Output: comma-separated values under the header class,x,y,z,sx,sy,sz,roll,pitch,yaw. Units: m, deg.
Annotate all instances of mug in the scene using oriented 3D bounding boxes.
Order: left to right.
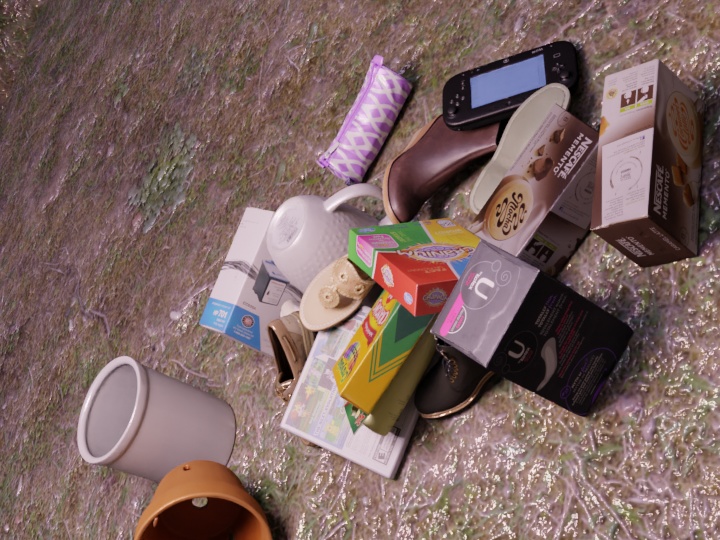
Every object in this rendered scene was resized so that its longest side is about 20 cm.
class,x,y,z,sx,sy,sz,roll,pitch,yaw
mug,-0.030,-0.048,1.628,0.200,0.174,0.149,-43,41,23

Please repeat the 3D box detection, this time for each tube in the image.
class,x,y,z,sx,sy,sz,roll,pitch,yaw
tube,0.067,0.121,1.451,0.202,0.051,0.058,-58,26,7

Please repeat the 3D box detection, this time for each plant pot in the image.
class,x,y,z,sx,sy,sz,roll,pitch,yaw
plant pot,-0.230,0.371,1.616,0.201,0.199,0.140,-52,21,13

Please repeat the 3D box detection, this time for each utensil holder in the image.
class,x,y,z,sx,sy,sz,roll,pitch,yaw
utensil holder,-0.321,0.251,1.773,0.169,0.199,0.172,-28,48,37

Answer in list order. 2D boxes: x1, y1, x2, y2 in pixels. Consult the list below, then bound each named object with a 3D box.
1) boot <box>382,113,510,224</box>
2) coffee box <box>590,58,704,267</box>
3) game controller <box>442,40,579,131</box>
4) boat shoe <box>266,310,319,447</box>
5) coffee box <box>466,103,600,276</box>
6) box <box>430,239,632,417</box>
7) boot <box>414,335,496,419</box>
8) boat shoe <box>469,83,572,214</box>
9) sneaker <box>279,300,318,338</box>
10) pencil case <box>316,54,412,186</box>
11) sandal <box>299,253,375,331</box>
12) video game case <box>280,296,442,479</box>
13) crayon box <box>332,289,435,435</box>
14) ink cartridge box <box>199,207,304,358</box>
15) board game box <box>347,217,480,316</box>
class,x,y,z,sx,sy,sz,roll,pitch,yaw
boot,0.123,-0.158,1.575,0.165,0.072,0.202,-14,41,40
coffee box,0.335,-0.122,1.290,0.079,0.114,0.203,-13,58,44
game controller,0.207,-0.257,1.543,0.197,0.042,0.106,-15,57,20
boat shoe,-0.095,0.163,1.598,0.071,0.064,0.203,3,106,54
coffee box,0.241,-0.094,1.412,0.201,0.079,0.113,-55,36,11
box,0.197,0.068,1.265,0.106,0.199,0.123,32,93,49
boot,0.111,0.110,1.386,0.200,0.137,0.078,-44,55,25
boat shoe,0.222,-0.154,1.487,0.072,0.060,0.203,41,101,40
sneaker,-0.040,0.082,1.625,0.200,0.070,0.094,42,113,41
pencil case,0.004,-0.236,1.778,0.084,0.085,0.202,29,90,51
sandal,-0.003,-0.004,1.526,0.210,0.070,0.078,-36,70,-7
video game case,0.004,0.156,1.524,0.180,0.022,0.203,20,84,24
crayon box,0.023,0.102,1.441,0.202,0.050,0.127,-57,11,4
ink cartridge box,-0.142,0.024,1.742,0.085,0.145,0.203,13,78,53
board game box,0.091,-0.009,1.382,0.200,0.151,0.041,-140,47,-57
